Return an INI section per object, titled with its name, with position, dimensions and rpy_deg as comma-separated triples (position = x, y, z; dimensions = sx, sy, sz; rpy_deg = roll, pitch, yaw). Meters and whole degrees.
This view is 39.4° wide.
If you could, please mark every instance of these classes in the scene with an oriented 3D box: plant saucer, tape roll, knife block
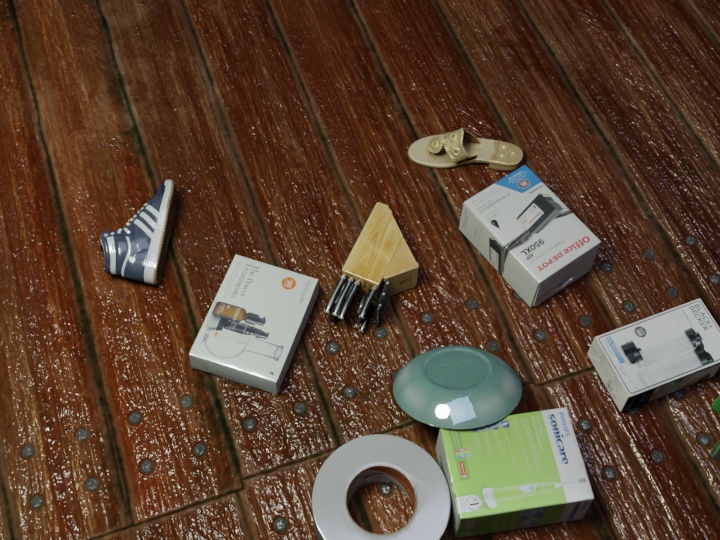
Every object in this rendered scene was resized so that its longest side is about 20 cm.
[plant saucer]
position = 0.147, 0.164, 1.535
dimensions = 0.199, 0.039, 0.202
rpy_deg = -3, 31, 2
[tape roll]
position = 0.029, 0.342, 1.454
dimensions = 0.198, 0.066, 0.202
rpy_deg = 1, 58, -2
[knife block]
position = 0.000, 0.000, 1.673
dimensions = 0.174, 0.064, 0.201
rpy_deg = -17, 59, -13

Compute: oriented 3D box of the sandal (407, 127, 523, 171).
[sandal]
position = 0.193, -0.232, 1.823
dimensions = 0.209, 0.070, 0.078
rpy_deg = 6, 57, 3

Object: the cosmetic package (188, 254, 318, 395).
[cosmetic package]
position = -0.169, 0.084, 1.625
dimensions = 0.149, 0.052, 0.201
rpy_deg = 17, 58, 6

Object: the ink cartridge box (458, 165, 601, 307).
[ink cartridge box]
position = 0.286, -0.060, 1.706
dimensions = 0.144, 0.085, 0.200
rpy_deg = -31, 63, -19

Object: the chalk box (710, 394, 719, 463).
[chalk box]
position = 0.615, 0.252, 1.489
dimensions = 0.123, 0.125, 0.200
rpy_deg = -34, 65, -21

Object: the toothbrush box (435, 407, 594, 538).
[toothbrush box]
position = 0.222, 0.296, 1.475
dimensions = 0.198, 0.086, 0.147
rpy_deg = -8, 56, -6

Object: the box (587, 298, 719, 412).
[box]
position = 0.479, 0.133, 1.601
dimensions = 0.198, 0.060, 0.117
rpy_deg = -17, 59, -12

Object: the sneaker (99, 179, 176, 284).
[sneaker]
position = -0.378, -0.074, 1.710
dimensions = 0.107, 0.070, 0.202
rpy_deg = 6, 60, 1
